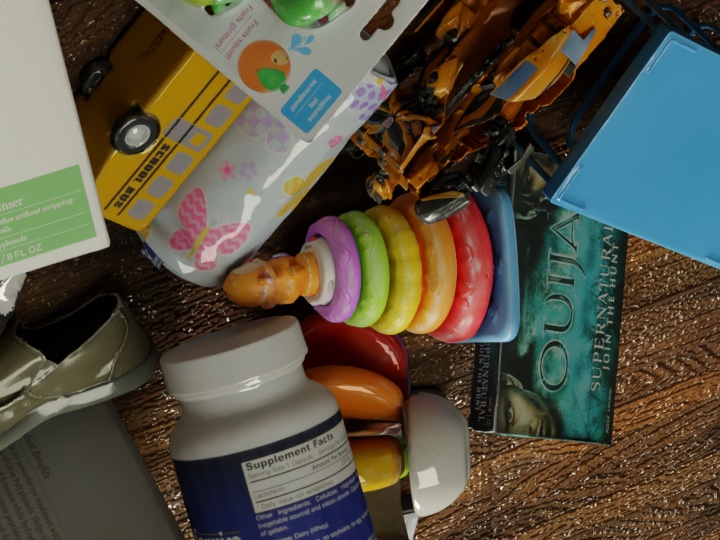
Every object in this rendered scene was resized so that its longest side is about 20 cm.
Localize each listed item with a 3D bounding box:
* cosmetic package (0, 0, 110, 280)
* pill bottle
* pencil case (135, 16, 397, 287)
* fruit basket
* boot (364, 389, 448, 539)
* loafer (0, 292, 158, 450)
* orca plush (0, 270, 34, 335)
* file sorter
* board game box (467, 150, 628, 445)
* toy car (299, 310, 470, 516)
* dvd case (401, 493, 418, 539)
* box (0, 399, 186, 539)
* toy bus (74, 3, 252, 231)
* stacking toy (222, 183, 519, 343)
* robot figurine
[{"bbox_3d":[-0.224,-0.102,1.494,0.107,0.085,0.201,-19,114,-13],"label":"cosmetic package"},{"bbox_3d":[-0.058,0.138,1.669,0.115,0.116,0.201,-18,97,-18],"label":"pill bottle"},{"bbox_3d":[-0.065,-0.083,1.672,0.200,0.091,0.083,-48,165,17],"label":"pencil case"},{"bbox_3d":[-0.052,-0.202,1.494,0.185,0.200,0.094,-48,-179,17],"label":"fruit basket"},{"bbox_3d":[0.006,0.182,1.921,0.199,0.146,0.070,-27,138,-9],"label":"boot"},{"bbox_3d":[-0.234,0.067,1.722,0.199,0.075,0.070,-24,127,-19],"label":"loafer"},{"bbox_3d":[-0.250,-0.009,1.615,0.071,0.105,0.201,16,117,-23],"label":"orca plush"},{"bbox_3d":[0.205,-0.111,1.789,0.199,0.123,0.139,19,114,-42],"label":"file sorter"},{"bbox_3d":[0.137,0.020,1.844,0.135,0.028,0.202,8,84,-46],"label":"board game box"},{"bbox_3d":[-0.012,0.099,1.819,0.174,0.151,0.200,-4,178,4],"label":"toy car"},{"bbox_3d":[-0.038,0.269,2.068,0.149,0.025,0.201,-9,132,-26],"label":"dvd case"},{"bbox_3d":[-0.205,0.230,1.788,0.170,0.199,0.201,-23,140,-13],"label":"box"},{"bbox_3d":[-0.111,-0.123,1.616,0.078,0.065,0.200,24,113,-45],"label":"toy bus"},{"bbox_3d":[0.000,0.000,1.707,0.199,0.116,0.111,-5,90,-26],"label":"stacking toy"},{"bbox_3d":[0.069,-0.126,1.683,0.200,0.145,0.058,-47,135,0],"label":"robot figurine"}]
